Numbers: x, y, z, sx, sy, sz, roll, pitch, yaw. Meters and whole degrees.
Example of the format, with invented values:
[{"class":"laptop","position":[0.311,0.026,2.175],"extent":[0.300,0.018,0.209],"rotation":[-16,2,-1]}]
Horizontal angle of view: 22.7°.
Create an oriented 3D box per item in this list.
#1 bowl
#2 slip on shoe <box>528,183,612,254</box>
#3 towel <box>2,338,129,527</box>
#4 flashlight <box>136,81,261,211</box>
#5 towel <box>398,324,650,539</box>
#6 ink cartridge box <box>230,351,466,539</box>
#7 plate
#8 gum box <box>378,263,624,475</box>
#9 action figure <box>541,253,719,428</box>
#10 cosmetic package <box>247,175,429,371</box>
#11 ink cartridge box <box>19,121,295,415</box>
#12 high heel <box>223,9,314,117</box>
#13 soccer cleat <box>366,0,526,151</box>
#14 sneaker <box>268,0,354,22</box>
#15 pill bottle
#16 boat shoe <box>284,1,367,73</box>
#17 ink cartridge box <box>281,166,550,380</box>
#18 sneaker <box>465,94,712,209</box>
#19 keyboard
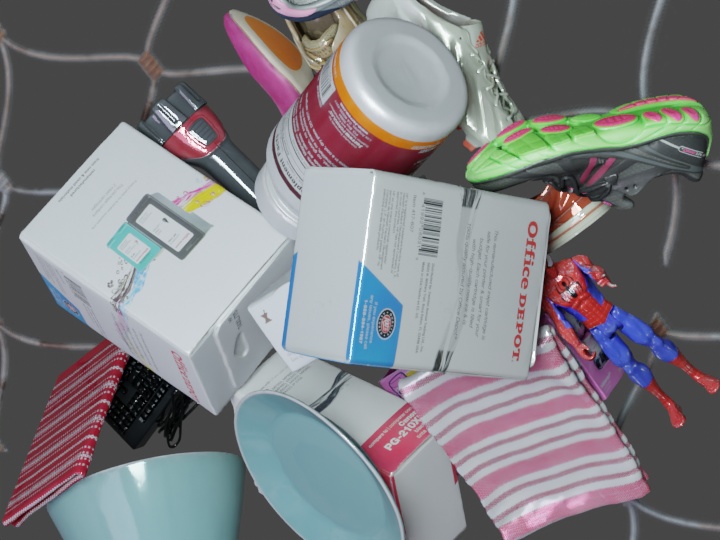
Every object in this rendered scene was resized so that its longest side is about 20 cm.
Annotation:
[{"class":"bowl","position":[-0.198,0.258,1.751],"extent":[0.201,0.201,0.105],"rotation":[-31,65,36]},{"class":"slip on shoe","position":[0.122,-0.025,1.531],"extent":[0.200,0.074,0.061],"rotation":[-36,89,31]},{"class":"towel","position":[-0.280,0.149,1.758],"extent":[0.022,0.200,0.145],"rotation":[35,133,-21]},{"class":"flashlight","position":[-0.114,-0.081,1.637],"extent":[0.200,0.068,0.068],"rotation":[45,117,-4]},{"class":"towel","position":[0.142,0.142,1.529],"extent":[0.146,0.030,0.200],"rotation":[-23,119,21]},{"class":"ink cartridge box","position":[-0.011,0.173,1.643],"extent":[0.200,0.084,0.145],"rotation":[24,141,36]},{"class":"plate","position":[-0.031,0.181,1.571],"extent":[0.200,0.026,0.200],"rotation":[32,143,28]},{"class":"gum box","position":[0.129,0.089,1.584],"extent":[0.200,0.066,0.114],"rotation":[-33,97,36]},{"class":"action figure","position":[0.214,0.055,1.473],"extent":[0.200,0.099,0.065],"rotation":[41,99,-12]},{"class":"cosmetic package","position":[0.000,0.000,1.527],"extent":[0.102,0.200,0.074],"rotation":[-29,100,36]},{"class":"ink cartridge box","position":[-0.170,0.000,1.607],"extent":[0.200,0.146,0.147],"rotation":[33,162,19]},{"class":"high heel","position":[-0.068,-0.135,1.581],"extent":[0.200,0.067,0.096],"rotation":[44,118,-13]},{"class":"soccer cleat","position":[0.088,-0.162,1.483],"extent":[0.200,0.069,0.078],"rotation":[45,108,-2]},{"class":"sneaker","position":[0.012,-0.260,1.431],"extent":[0.200,0.082,0.070],"rotation":[-33,92,12]},{"class":"pill bottle","position":[-0.007,-0.107,1.461],"extent":[0.113,0.113,0.200],"rotation":[45,139,1]},{"class":"boat shoe","position":[-0.025,-0.193,1.527],"extent":[0.071,0.065,0.200],"rotation":[-26,100,35]},{"class":"ink cartridge box","position":[0.047,0.004,1.396],"extent":[0.084,0.200,0.146],"rotation":[6,88,47]},{"class":"sneaker","position":[0.183,-0.083,1.431],"extent":[0.200,0.077,0.084],"rotation":[-8,114,7]},{"class":"keyboard","position":[-0.203,0.111,1.794],"extent":[0.104,0.040,0.200],"rotation":[41,127,5]}]
